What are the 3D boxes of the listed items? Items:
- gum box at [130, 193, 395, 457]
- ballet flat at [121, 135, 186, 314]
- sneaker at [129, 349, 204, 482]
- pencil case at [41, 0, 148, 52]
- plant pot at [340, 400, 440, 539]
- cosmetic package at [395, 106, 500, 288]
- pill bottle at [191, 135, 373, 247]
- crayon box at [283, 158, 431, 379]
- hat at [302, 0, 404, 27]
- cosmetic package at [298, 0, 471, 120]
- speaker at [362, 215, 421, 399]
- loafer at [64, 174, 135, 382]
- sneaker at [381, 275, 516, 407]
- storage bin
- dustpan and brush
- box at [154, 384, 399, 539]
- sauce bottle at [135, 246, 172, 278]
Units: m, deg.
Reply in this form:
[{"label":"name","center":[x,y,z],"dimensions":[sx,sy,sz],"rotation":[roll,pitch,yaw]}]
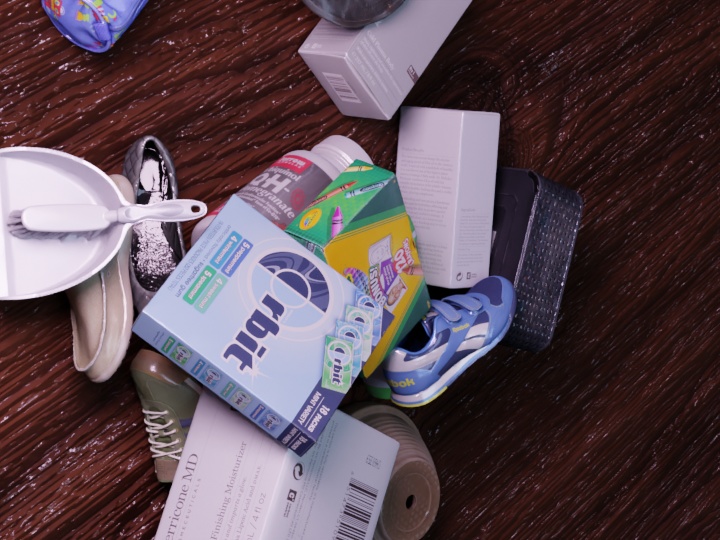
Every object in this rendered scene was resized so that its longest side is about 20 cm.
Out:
[{"label":"gum box","center":[-0.089,0.050,1.514],"dimensions":[0.199,0.045,0.170],"rotation":[36,53,-3]},{"label":"ballet flat","center":[-0.201,-0.032,1.543],"dimensions":[0.066,0.057,0.202],"rotation":[-9,78,-8]},{"label":"sneaker","center":[-0.181,0.174,1.627],"dimensions":[0.200,0.067,0.090],"rotation":[54,55,-40]},{"label":"pencil case","center":[-0.212,-0.297,1.510],"dimensions":[0.200,0.086,0.078],"rotation":[-54,151,-24]},{"label":"plant pot","center":[0.025,0.257,1.834],"dimensions":[0.200,0.092,0.203],"rotation":[-8,102,-43]},{"label":"cosmetic package","center":[0.096,-0.085,1.843],"dimensions":[0.071,0.101,0.202],"rotation":[-2,99,-45]},{"label":"pill bottle","center":[-0.073,-0.056,1.670],"dimensions":[0.200,0.110,0.111],"rotation":[-41,123,-33]},{"label":"crayon box","center":[0.000,0.000,1.650],"dimensions":[0.119,0.058,0.201],"rotation":[-46,141,-26]},{"label":"hat","center":[-0.036,-0.349,1.674],"dimensions":[0.199,0.081,0.202],"rotation":[2,87,-34]},{"label":"cosmetic package","center":[0.032,-0.275,1.758],"dimensions":[0.201,0.090,0.107],"rotation":[-56,130,-19]},{"label":"speaker","center":[0.031,0.040,1.809],"dimensions":[0.088,0.088,0.202],"rotation":[-21,111,-41]},{"label":"loafer","center":[-0.260,0.006,1.523],"dimensions":[0.068,0.075,0.202],"rotation":[7,79,-35]},{"label":"sneaker","center":[0.098,0.062,1.768],"dimensions":[0.200,0.074,0.083],"rotation":[-43,121,-27]},{"label":"storage bin","center":[0.168,-0.015,1.900],"dimensions":[0.093,0.135,0.202],"rotation":[18,84,-45]},{"label":"dustpan and brush","center":[-0.242,-0.048,1.464],"dimensions":[0.199,0.057,0.141],"rotation":[-3,81,-22]},{"label":"box","center":[-0.082,0.231,1.613],"dimensions":[0.200,0.130,0.200],"rotation":[33,69,-54]},{"label":"sauce bottle","center":[-0.137,0.044,1.596],"dimensions":[0.199,0.065,0.065],"rotation":[34,68,-2]}]
